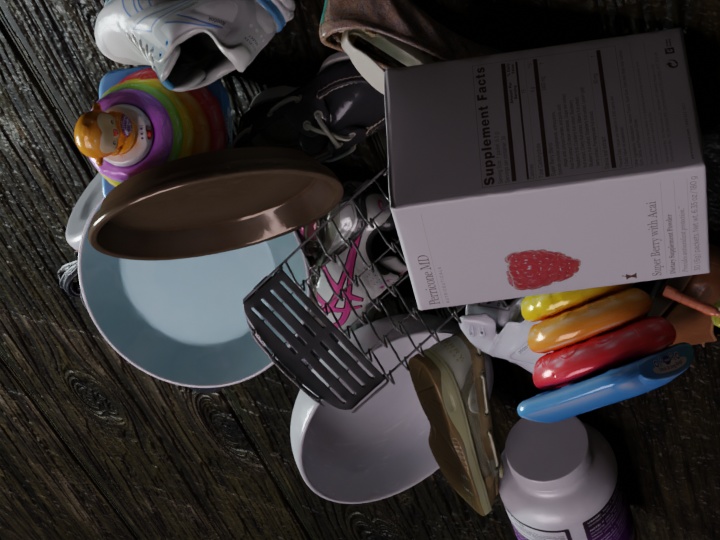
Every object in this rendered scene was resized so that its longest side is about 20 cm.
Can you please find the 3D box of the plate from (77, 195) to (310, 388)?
[{"bbox_3d":[-0.137,0.002,1.524,0.198,0.026,0.202,3,110,8],"label":"plate"}]

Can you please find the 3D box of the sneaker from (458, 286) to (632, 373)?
[{"bbox_3d":[0.145,0.031,1.470,0.114,0.076,0.200,23,155,2],"label":"sneaker"}]

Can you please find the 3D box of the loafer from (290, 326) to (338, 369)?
[{"bbox_3d":[-0.100,0.049,1.725,0.199,0.072,0.063,24,157,-2],"label":"loafer"}]

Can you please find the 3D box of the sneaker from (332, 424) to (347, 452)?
[{"bbox_3d":[0.008,0.135,1.773,0.076,0.105,0.200,41,-174,9],"label":"sneaker"}]

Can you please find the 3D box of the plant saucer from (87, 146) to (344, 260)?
[{"bbox_3d":[-0.111,-0.052,1.397,0.198,0.030,0.200,-11,167,-3],"label":"plant saucer"}]

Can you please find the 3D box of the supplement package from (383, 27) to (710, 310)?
[{"bbox_3d":[0.123,-0.065,1.205,0.198,0.121,0.122,-8,145,8],"label":"supplement package"}]

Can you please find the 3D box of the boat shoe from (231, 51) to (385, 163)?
[{"bbox_3d":[-0.031,-0.115,1.394,0.199,0.061,0.074,-10,134,49],"label":"boat shoe"}]

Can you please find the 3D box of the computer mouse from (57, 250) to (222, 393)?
[{"bbox_3d":[-0.202,0.040,1.821,0.200,0.053,0.138,43,149,-6],"label":"computer mouse"}]

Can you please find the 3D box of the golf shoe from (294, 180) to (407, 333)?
[{"bbox_3d":[0.000,0.000,1.548,0.091,0.073,0.201,17,150,16],"label":"golf shoe"}]

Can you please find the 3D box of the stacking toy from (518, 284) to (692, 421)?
[{"bbox_3d":[0.153,-0.001,1.331,0.109,0.116,0.201,-23,84,39],"label":"stacking toy"}]

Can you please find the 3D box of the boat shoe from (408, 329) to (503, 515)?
[{"bbox_3d":[0.097,0.137,1.614,0.073,0.063,0.202,39,156,48],"label":"boat shoe"}]

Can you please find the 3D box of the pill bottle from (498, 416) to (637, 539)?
[{"bbox_3d":[0.191,0.213,1.700,0.112,0.113,0.201,12,148,26],"label":"pill bottle"}]

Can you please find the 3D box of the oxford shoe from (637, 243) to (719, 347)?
[{"bbox_3d":[0.241,0.044,1.420,0.071,0.072,0.200,24,151,-3],"label":"oxford shoe"}]

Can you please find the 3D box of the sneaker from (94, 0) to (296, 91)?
[{"bbox_3d":[-0.142,-0.172,1.367,0.199,0.087,0.075,-4,141,46],"label":"sneaker"}]

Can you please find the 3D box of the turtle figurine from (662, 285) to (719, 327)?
[{"bbox_3d":[0.326,0.032,1.326,0.198,0.065,0.161,0,154,17],"label":"turtle figurine"}]

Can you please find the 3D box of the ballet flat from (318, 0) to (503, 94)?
[{"bbox_3d":[0.056,-0.133,1.280,0.199,0.068,0.068,29,153,-5],"label":"ballet flat"}]

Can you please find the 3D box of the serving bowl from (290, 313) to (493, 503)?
[{"bbox_3d":[0.019,0.113,1.636,0.066,0.199,0.201,51,173,41],"label":"serving bowl"}]

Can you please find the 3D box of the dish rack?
[{"bbox_3d":[0.013,0.017,1.438,0.153,0.200,0.055,46,-174,-20],"label":"dish rack"}]

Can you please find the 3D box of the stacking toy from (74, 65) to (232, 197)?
[{"bbox_3d":[-0.171,-0.103,1.381,0.109,0.117,0.200,-1,-178,11],"label":"stacking toy"}]

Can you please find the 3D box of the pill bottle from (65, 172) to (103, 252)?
[{"bbox_3d":[-0.150,-0.012,1.612,0.200,0.114,0.114,40,150,-22],"label":"pill bottle"}]
